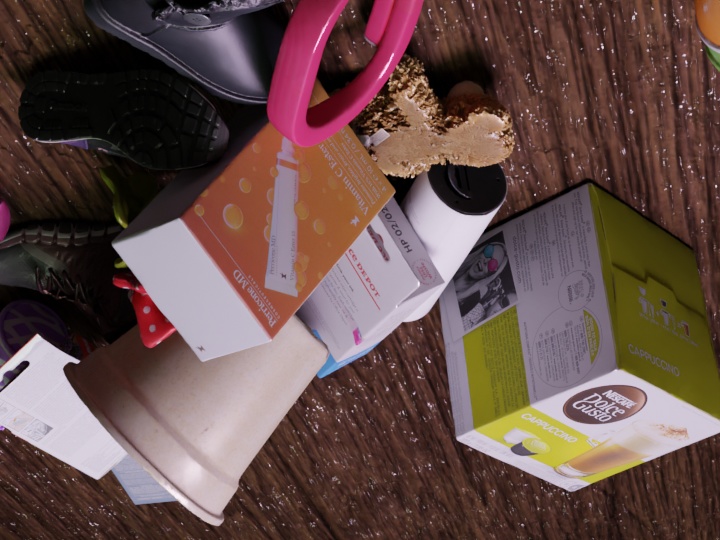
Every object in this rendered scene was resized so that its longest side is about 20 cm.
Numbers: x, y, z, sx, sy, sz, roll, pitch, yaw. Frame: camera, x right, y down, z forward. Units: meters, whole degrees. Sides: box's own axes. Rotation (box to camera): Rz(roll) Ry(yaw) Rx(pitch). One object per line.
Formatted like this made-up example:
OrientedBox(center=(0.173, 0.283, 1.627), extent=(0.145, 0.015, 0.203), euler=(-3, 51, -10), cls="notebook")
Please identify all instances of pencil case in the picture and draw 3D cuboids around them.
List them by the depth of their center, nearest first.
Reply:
OrientedBox(center=(-0.372, 0.107, 1.784), extent=(0.085, 0.085, 0.200), euler=(30, 140, -16), cls="pencil case")

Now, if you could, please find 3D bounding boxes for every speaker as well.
OrientedBox(center=(0.066, -0.034, 1.602), extent=(0.080, 0.082, 0.200), euler=(6, 148, -17), cls="speaker")

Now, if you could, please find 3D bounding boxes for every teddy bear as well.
OrientedBox(center=(0.032, -0.129, 1.464), extent=(0.198, 0.067, 0.145), euler=(-12, 137, 22), cls="teddy bear")

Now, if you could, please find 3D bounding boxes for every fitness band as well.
OrientedBox(center=(-0.010, -0.178, 1.299), extent=(0.143, 0.037, 0.201), euler=(-39, 161, -33), cls="fitness band")

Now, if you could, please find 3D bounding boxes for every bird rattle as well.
OrientedBox(center=(-0.147, -0.037, 1.479), extent=(0.162, 0.200, 0.113), euler=(-29, 118, -6), cls="bird rattle")

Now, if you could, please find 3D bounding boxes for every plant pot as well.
OrientedBox(center=(-0.133, 0.093, 1.546), extent=(0.183, 0.200, 0.201), euler=(-45, 144, -2), cls="plant pot")

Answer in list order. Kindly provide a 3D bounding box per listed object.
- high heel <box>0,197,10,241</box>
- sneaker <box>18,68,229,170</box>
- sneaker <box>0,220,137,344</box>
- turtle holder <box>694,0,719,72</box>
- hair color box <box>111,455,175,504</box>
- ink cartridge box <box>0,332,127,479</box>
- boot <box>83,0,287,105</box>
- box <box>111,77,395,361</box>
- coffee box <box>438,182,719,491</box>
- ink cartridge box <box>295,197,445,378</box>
OrientedBox(center=(-0.416, -0.038, 1.542), extent=(0.197, 0.068, 0.096), euler=(3, 152, -17), cls="high heel")
OrientedBox(center=(-0.175, -0.122, 1.392), extent=(0.198, 0.077, 0.087), euler=(14, 180, 31), cls="sneaker")
OrientedBox(center=(-0.261, 0.018, 1.613), extent=(0.197, 0.117, 0.076), euler=(-7, 150, 4), cls="sneaker")
OrientedBox(center=(0.334, -0.217, 1.266), extent=(0.183, 0.142, 0.132), euler=(-8, 134, 25), cls="turtle holder")
OrientedBox(center=(-0.246, 0.175, 1.905), extent=(0.060, 0.100, 0.201), euler=(-5, 150, 5), cls="hair color box")
OrientedBox(center=(-0.294, 0.124, 1.707), extent=(0.109, 0.051, 0.200), euler=(-41, 135, 10), cls="ink cartridge box")
OrientedBox(center=(-0.090, -0.190, 1.267), extent=(0.199, 0.077, 0.167), euler=(22, 164, -29), cls="boot")
OrientedBox(center=(-0.083, -0.043, 1.383), extent=(0.097, 0.200, 0.125), euler=(-17, 116, 47), cls="box")
OrientedBox(center=(0.215, 0.070, 1.682), extent=(0.197, 0.202, 0.199), euler=(-27, 144, 33), cls="coffee box")
OrientedBox(center=(0.000, 0.000, 1.573), extent=(0.067, 0.116, 0.200), euler=(-24, 168, -38), cls="ink cartridge box")
